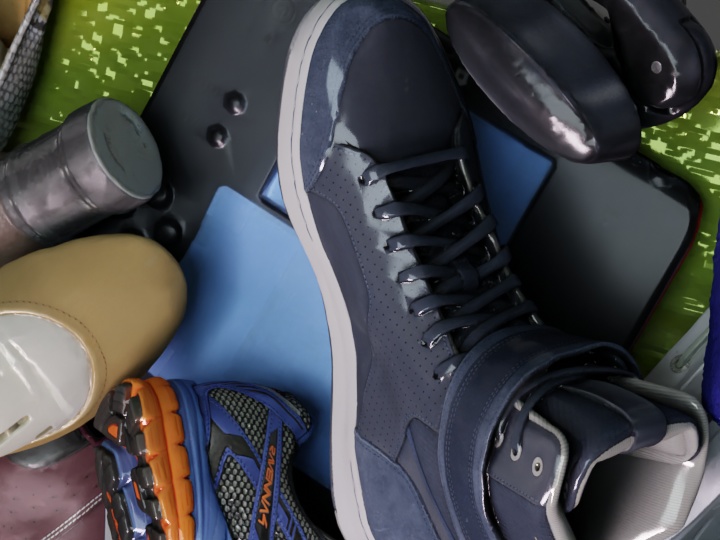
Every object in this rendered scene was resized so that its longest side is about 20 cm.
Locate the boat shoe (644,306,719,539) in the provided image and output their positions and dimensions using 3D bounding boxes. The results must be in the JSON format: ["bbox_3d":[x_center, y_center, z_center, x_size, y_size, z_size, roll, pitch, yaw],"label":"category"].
[{"bbox_3d":[0.107,0.071,1.012,0.200,0.073,0.067,-46,51,23],"label":"boat shoe"}]

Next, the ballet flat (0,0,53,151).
[{"bbox_3d":[-0.144,-0.110,1.077,0.072,0.072,0.201,30,107,15],"label":"ballet flat"}]

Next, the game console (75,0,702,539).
[{"bbox_3d":[0.000,0.000,1.056,0.200,0.031,0.177,32,108,14],"label":"game console"}]

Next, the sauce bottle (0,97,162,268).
[{"bbox_3d":[-0.160,-0.004,1.088,0.200,0.065,0.065,-28,86,31],"label":"sauce bottle"}]

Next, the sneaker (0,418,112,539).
[{"bbox_3d":[-0.166,0.072,1.119,0.199,0.076,0.116,6,88,17],"label":"sneaker"}]

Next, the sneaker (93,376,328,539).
[{"bbox_3d":[-0.030,0.128,1.019,0.078,0.075,0.201,-12,86,-22],"label":"sneaker"}]

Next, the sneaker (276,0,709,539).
[{"bbox_3d":[0.044,0.008,0.952,0.146,0.077,0.203,11,113,57],"label":"sneaker"}]

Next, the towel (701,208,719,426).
[{"bbox_3d":[0.162,-0.052,0.907,0.049,0.148,0.201,15,74,-17],"label":"towel"}]

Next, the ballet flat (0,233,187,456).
[{"bbox_3d":[-0.149,0.053,1.043,0.200,0.063,0.069,-27,113,15],"label":"ballet flat"}]

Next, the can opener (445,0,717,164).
[{"bbox_3d":[0.047,-0.124,1.006,0.063,0.079,0.200,-44,71,29],"label":"can opener"}]
